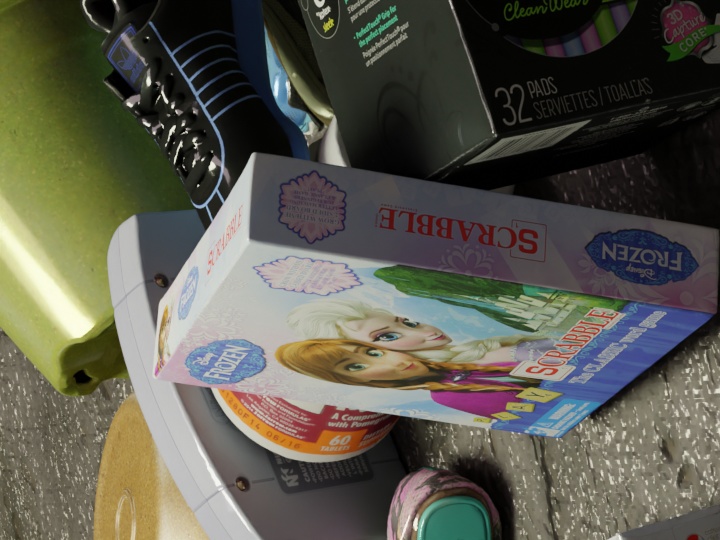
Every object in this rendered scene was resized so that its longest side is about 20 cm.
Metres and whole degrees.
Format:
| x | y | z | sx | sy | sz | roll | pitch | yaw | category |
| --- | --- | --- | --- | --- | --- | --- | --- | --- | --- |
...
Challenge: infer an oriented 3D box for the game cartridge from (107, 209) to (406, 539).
| x | y | z | sx | sy | sz | roll | pitch | yaw | category |
| --- | --- | --- | --- | --- | --- | --- | --- | --- | --- |
| -0.056 | 0.060 | 1.458 | 0.040 | 0.133 | 0.200 | -38 | 66 | 38 | game cartridge |

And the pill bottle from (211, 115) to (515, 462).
| x | y | z | sx | sy | sz | roll | pitch | yaw | category |
| --- | --- | --- | --- | --- | --- | --- | --- | --- | --- |
| 0.000 | 0.000 | 1.360 | 0.110 | 0.109 | 0.200 | 63 | 148 | 24 | pill bottle |

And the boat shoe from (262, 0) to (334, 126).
| x | y | z | sx | sy | sz | roll | pitch | yaw | category |
| --- | --- | --- | --- | --- | --- | --- | --- | --- | --- |
| -0.030 | -0.161 | 1.398 | 0.201 | 0.072 | 0.066 | 58 | 140 | 22 | boat shoe |

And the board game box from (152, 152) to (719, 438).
| x | y | z | sx | sy | sz | roll | pitch | yaw | category |
| --- | --- | --- | --- | --- | --- | --- | --- | --- | --- |
| 0.026 | 0.016 | 1.201 | 0.200 | 0.199 | 0.041 | 128 | 149 | -66 | board game box |

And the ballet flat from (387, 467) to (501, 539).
| x | y | z | sx | sy | sz | roll | pitch | yaw | category |
| --- | --- | --- | --- | --- | --- | --- | --- | --- | --- |
| 0.042 | 0.196 | 1.421 | 0.071 | 0.069 | 0.201 | -144 | 51 | -74 | ballet flat |

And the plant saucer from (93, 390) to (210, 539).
| x | y | z | sx | sy | sz | roll | pitch | yaw | category |
| --- | --- | --- | --- | --- | --- | --- | --- | --- | --- |
| -0.118 | 0.145 | 1.585 | 0.200 | 0.035 | 0.201 | -176 | 90 | -71 | plant saucer |

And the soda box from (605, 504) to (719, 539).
| x | y | z | sx | sy | sz | roll | pitch | yaw | category |
| --- | --- | --- | --- | --- | --- | --- | --- | --- | --- |
| 0.106 | 0.169 | 1.287 | 0.200 | 0.064 | 0.068 | -38 | 68 | 58 | soda box |

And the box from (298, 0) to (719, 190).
| x | y | z | sx | sy | sz | roll | pitch | yaw | category |
| --- | --- | --- | --- | --- | --- | --- | --- | --- | --- |
| 0.058 | -0.144 | 1.159 | 0.124 | 0.148 | 0.200 | -31 | 74 | 60 | box |

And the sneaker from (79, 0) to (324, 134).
| x | y | z | sx | sy | sz | roll | pitch | yaw | category |
| --- | --- | --- | --- | --- | --- | --- | --- | --- | --- |
| -0.086 | -0.117 | 1.483 | 0.200 | 0.090 | 0.079 | 32 | 127 | 53 | sneaker |

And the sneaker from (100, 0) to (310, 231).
| x | y | z | sx | sy | sz | roll | pitch | yaw | category |
| --- | --- | --- | --- | --- | --- | --- | --- | --- | --- |
| -0.080 | -0.075 | 1.317 | 0.070 | 0.078 | 0.200 | -53 | 40 | 39 | sneaker |

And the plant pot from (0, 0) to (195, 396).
| x | y | z | sx | sy | sz | roll | pitch | yaw | category |
| --- | --- | --- | --- | --- | --- | --- | --- | --- | --- |
| -0.165 | -0.038 | 1.581 | 0.184 | 0.200 | 0.200 | 54 | 145 | 16 | plant pot |
